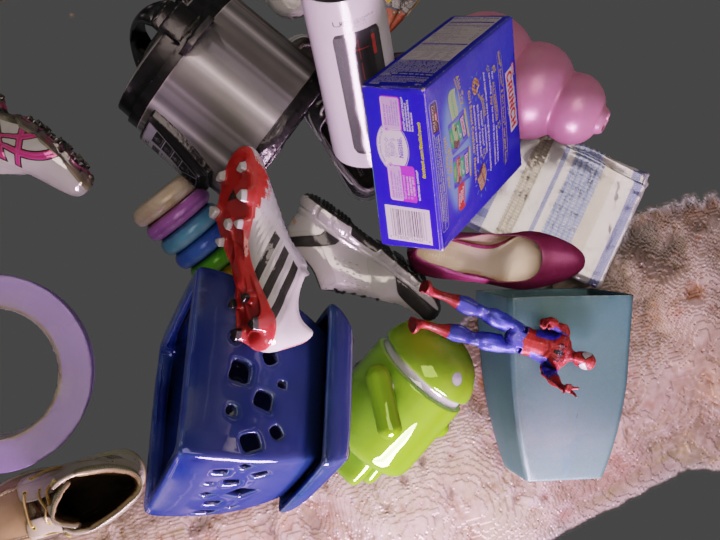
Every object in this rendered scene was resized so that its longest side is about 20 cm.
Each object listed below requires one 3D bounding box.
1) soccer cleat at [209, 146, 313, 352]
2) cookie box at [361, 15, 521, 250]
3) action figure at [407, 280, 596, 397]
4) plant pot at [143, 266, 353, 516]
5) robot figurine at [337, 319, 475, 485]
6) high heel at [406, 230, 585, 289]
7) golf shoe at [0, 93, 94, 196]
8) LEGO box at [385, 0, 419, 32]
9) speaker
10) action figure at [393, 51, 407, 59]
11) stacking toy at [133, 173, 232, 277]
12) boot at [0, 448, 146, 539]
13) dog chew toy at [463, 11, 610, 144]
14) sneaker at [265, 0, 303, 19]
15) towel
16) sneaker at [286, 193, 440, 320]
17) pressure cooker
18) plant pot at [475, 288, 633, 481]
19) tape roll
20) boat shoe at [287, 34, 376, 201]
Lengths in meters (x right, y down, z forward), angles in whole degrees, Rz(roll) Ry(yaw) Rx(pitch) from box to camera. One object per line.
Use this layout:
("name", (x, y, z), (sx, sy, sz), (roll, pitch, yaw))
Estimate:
("soccer cleat", (-0.091, -0.020, 1.235), (0.084, 0.068, 0.203), (2, 73, -41))
("cookie box", (0.088, -0.142, 1.279), (0.200, 0.074, 0.173), (-43, 134, -47))
("action figure", (0.155, 0.070, 1.284), (0.198, 0.099, 0.066), (17, 93, -13))
("plant pot", (-0.111, 0.137, 1.303), (0.177, 0.200, 0.202), (9, 62, -16))
("robot figurine", (0.042, 0.138, 1.374), (0.116, 0.175, 0.200), (45, 102, 23))
("high heel", (0.150, -0.015, 1.402), (0.197, 0.096, 0.068), (9, 93, 4))
("golf shoe", (-0.375, -0.129, 1.351), (0.199, 0.073, 0.093), (34, 89, 3))
("LEGO box", (0.031, -0.310, 1.360), (0.077, 0.200, 0.149), (43, 81, -6))
("speaker", (-0.005, -0.203, 1.250), (0.080, 0.081, 0.201), (-21, 134, -10))
("action figure", (0.053, -0.132, 1.391), (0.068, 0.130, 0.203), (1, 90, -2))
("stacking toy", (-0.156, -0.007, 1.382), (0.085, 0.085, 0.201), (-38, 100, -9))
("boot", (-0.315, 0.240, 1.302), (0.198, 0.155, 0.073), (-19, 91, -10))
("dog chew toy", (0.179, -0.203, 1.401), (0.198, 0.125, 0.126), (26, 84, 15))
("sneaker", (-0.078, -0.379, 1.401), (0.073, 0.087, 0.203), (0, 89, -12))
("towel", (0.217, -0.084, 1.463), (0.198, 0.024, 0.148), (25, 85, 1))
("sneaker", (0.000, 0.000, 1.418), (0.199, 0.074, 0.080), (35, 97, -3))
("pressure cooker", (-0.155, -0.194, 1.321), (0.199, 0.179, 0.176), (39, 121, -8))
("plant pot", (0.211, 0.124, 1.413), (0.139, 0.141, 0.203), (-1, 93, -10))
("tape roll", (-0.378, 0.106, 1.332), (0.197, 0.085, 0.203), (1, 87, -10))
("boat shoe", (-0.023, -0.174, 1.410), (0.072, 0.071, 0.202), (-30, 92, -9))
